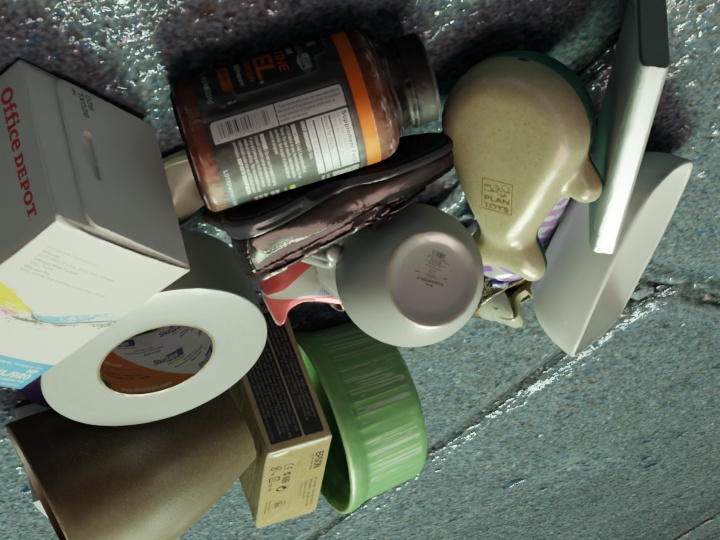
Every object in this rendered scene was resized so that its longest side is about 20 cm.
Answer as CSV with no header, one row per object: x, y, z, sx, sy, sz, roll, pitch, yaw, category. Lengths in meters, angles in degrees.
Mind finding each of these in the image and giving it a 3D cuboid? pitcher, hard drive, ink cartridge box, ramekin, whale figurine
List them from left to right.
-0.259,-0.028,1.049,0.199,0.148,0.144,-33,149,24,ink cartridge box
-0.097,0.156,1.453,0.075,0.166,0.200,-13,152,-15,ink cartridge box
-0.008,0.151,1.477,0.097,0.201,0.200,-17,152,-18,ramekin
0.008,-0.004,1.187,0.170,0.122,0.200,13,179,-17,pitcher
0.138,-0.094,1.182,0.104,0.158,0.201,-45,141,-49,whale figurine
0.223,-0.131,1.154,0.026,0.132,0.201,8,136,1,hard drive

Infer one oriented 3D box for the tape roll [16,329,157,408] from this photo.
-0.236,0.057,1.300,0.199,0.066,0.201,-16,151,-9,tape roll

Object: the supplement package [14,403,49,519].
-0.250,0.184,1.460,0.199,0.114,0.110,-18,153,-4,supplement package

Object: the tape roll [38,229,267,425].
-0.185,0.053,1.190,0.199,0.066,0.201,-16,146,-11,tape roll

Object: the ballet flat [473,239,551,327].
0.184,0.016,1.482,0.199,0.076,0.068,-27,152,13,ballet flat

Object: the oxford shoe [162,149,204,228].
-0.182,-0.043,1.168,0.199,0.058,0.075,-28,147,9,oxford shoe

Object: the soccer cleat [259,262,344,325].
0.000,0.000,1.322,0.199,0.074,0.068,-11,177,-12,soccer cleat

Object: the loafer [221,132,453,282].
-0.013,-0.053,1.108,0.199,0.072,0.063,-22,116,-12,loafer

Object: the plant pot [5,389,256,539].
-0.209,0.185,1.316,0.199,0.187,0.187,-27,154,-17,plant pot

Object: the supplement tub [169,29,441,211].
-0.041,-0.123,1.067,0.199,0.107,0.107,-18,152,-5,supplement tub

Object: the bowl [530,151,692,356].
0.241,-0.029,1.349,0.199,0.074,0.201,-26,143,-62,bowl

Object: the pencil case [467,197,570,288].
0.154,-0.071,1.313,0.085,0.084,0.200,12,144,-5,pencil case

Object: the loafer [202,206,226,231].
-0.048,-0.084,1.166,0.199,0.073,0.072,-20,116,-31,loafer
